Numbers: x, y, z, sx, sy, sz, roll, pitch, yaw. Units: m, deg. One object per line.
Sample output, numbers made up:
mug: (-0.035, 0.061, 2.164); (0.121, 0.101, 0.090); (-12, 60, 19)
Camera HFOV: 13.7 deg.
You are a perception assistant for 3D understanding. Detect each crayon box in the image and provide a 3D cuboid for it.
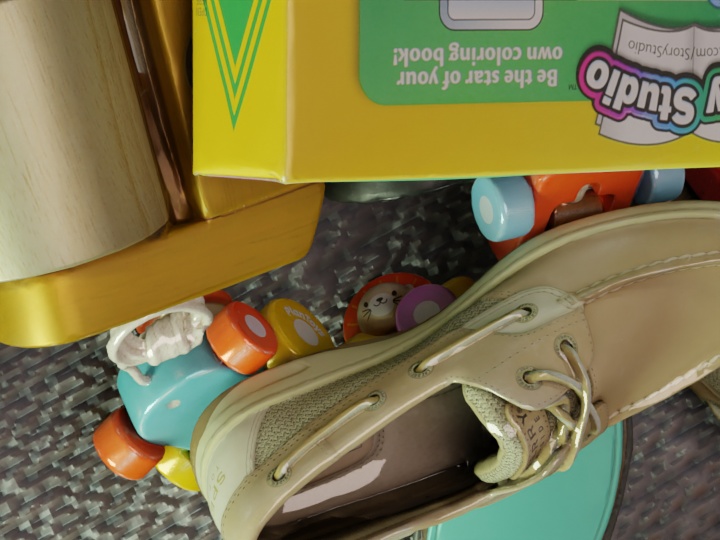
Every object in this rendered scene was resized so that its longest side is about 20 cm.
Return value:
crayon box: (0.049, -0.114, 0.855); (0.200, 0.058, 0.173); (-3, 97, -33)

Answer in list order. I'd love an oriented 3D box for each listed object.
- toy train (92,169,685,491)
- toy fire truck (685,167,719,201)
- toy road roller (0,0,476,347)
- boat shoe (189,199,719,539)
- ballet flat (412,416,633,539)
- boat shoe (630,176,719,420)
toy train: (0.000, 0.000, 0.978); (0.200, 0.056, 0.150); (-15, 146, -20)
toy fire truck: (0.153, -0.101, 1.010); (0.168, 0.112, 0.200); (-47, 113, -19)
toy road roller: (-0.065, -0.066, 0.906); (0.200, 0.146, 0.123); (-22, 105, -30)
boat shoe: (0.046, 0.041, 0.940); (0.200, 0.065, 0.072); (-21, 122, -5)
ballet flat: (0.046, 0.109, 1.036); (0.068, 0.068, 0.200); (10, 102, -7)
boat shoe: (0.149, 0.031, 1.080); (0.201, 0.063, 0.073); (36, 67, -31)
